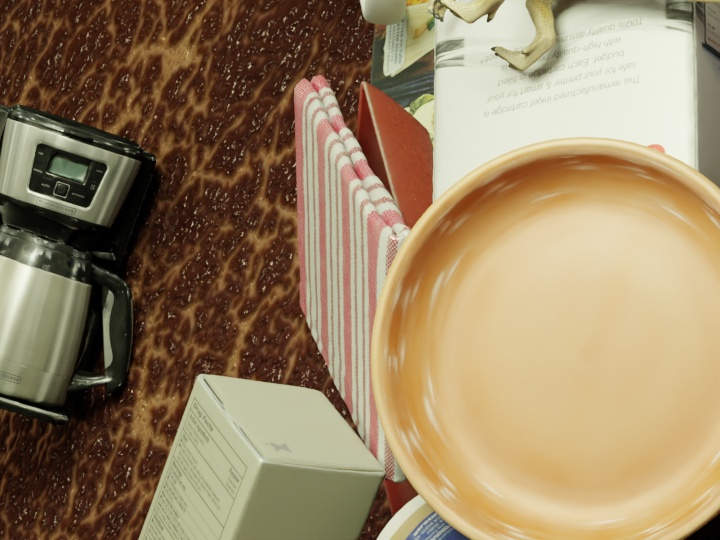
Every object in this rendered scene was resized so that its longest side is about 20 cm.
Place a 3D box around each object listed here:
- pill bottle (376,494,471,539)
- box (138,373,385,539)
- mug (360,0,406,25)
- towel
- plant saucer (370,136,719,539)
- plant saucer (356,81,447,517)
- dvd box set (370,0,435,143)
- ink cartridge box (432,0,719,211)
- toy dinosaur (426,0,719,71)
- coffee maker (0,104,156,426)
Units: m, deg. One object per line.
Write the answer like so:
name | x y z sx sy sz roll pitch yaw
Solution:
pill bottle | 0.092 0.183 1.208 0.200 0.111 0.111 31 100 56
box | -0.068 0.164 1.331 0.095 0.078 0.200 50 124 52
mug | 0.010 -0.240 1.477 0.175 0.147 0.200 102 166 -68
towel | 0.000 0.000 1.345 0.200 0.030 0.147 -117 23 -58
plant saucer | 0.104 0.039 1.185 0.200 0.037 0.200 -3 82 20
plant saucer | 0.030 0.033 1.365 0.200 0.037 0.200 95 166 -49
dvd box set | 0.075 -0.118 1.448 0.200 0.029 0.147 -21 58 50
ink cartridge box | 0.118 -0.104 1.293 0.146 0.086 0.200 -11 65 28
toy dinosaur | 0.088 -0.154 1.246 0.200 0.058 0.101 36 88 39
coffee maker | -0.233 -0.010 1.743 0.192 0.135 0.200 17 88 57
